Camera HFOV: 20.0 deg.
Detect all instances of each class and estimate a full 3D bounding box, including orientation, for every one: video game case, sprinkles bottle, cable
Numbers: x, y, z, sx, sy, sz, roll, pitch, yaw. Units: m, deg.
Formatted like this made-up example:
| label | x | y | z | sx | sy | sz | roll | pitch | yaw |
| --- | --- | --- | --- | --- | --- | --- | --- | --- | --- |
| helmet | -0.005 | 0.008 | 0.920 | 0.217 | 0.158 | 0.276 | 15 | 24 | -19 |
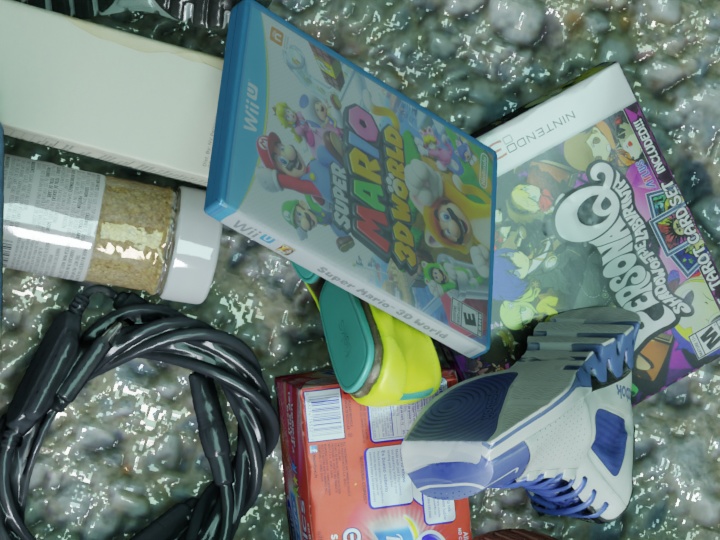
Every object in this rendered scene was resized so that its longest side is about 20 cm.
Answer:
| label | x | y | z | sx | sy | sz | roll | pitch | yaw |
| --- | --- | --- | --- | --- | --- | --- | --- | --- | --- |
| video game case | 0.001 | -0.051 | 1.158 | 0.199 | 0.018 | 0.144 | 29 | 50 | -32 |
| sprinkles bottle | -0.183 | -0.030 | 1.200 | 0.198 | 0.068 | 0.069 | 11 | 89 | -12 |
| cable | -0.142 | 0.120 | 1.229 | 0.162 | 0.051 | 0.201 | 27 | 83 | -16 |
| video game case | 0.125 | -0.002 | 1.283 | 0.180 | 0.036 | 0.201 | -27 | 97 | -9 |

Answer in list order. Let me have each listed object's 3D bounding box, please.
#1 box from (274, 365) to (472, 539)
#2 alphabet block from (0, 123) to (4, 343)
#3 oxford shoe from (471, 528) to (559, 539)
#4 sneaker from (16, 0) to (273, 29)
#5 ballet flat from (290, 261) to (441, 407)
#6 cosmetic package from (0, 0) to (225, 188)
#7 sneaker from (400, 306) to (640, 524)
| label | x | y | z | sx | sy | sz | roll | pitch | yaw |
| --- | --- | --- | --- | --- | --- | --- | --- | --- | --- |
| box | 0.010 | 0.160 | 1.233 | 0.099 | 0.095 | 0.202 | -6 | 93 | -11 |
| alphabet block | -0.289 | 0.044 | 1.078 | 0.194 | 0.197 | 0.201 | 5 | 128 | -11 |
| oxford shoe | 0.127 | 0.205 | 1.234 | 0.199 | 0.071 | 0.074 | 20 | 93 | -46 |
| sneaker | -0.136 | -0.189 | 1.207 | 0.198 | 0.090 | 0.079 | 16 | 112 | 9 |
| ballet flat | 0.000 | 0.000 | 1.209 | 0.067 | 0.201 | 0.067 | 7 | 135 | -30 |
| cosmetic package | -0.152 | -0.102 | 1.188 | 0.198 | 0.103 | 0.074 | 15 | 88 | -13 |
| sneaker | 0.114 | 0.107 | 1.197 | 0.199 | 0.080 | 0.116 | -30 | 114 | -49 |
